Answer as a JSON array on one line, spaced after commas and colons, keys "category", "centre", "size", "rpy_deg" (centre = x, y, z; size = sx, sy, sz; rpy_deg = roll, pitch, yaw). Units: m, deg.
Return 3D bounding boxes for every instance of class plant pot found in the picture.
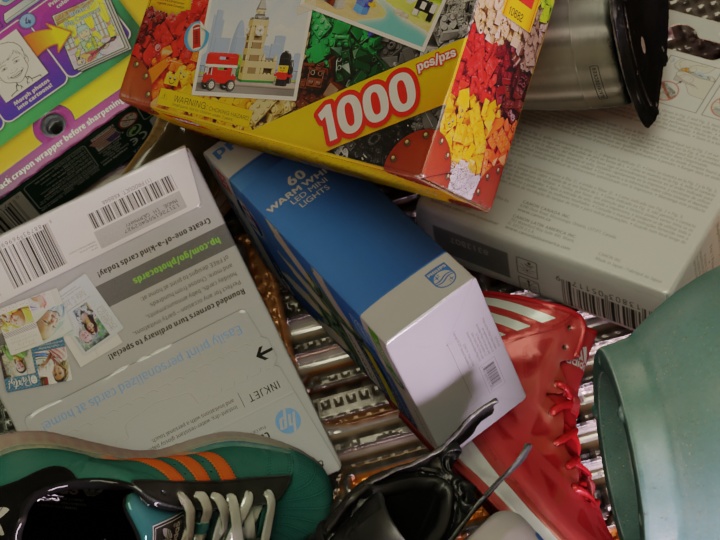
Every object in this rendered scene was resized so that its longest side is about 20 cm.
[{"category": "plant pot", "centre": [0.190, 0.086, 0.848], "size": [0.133, 0.200, 0.201], "rpy_deg": [-8, 70, 0]}]

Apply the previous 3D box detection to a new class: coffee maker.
[{"category": "coffee maker", "centre": [0.073, -0.160, 0.989], "size": [0.199, 0.135, 0.192], "rpy_deg": [-3, 29, 20]}]

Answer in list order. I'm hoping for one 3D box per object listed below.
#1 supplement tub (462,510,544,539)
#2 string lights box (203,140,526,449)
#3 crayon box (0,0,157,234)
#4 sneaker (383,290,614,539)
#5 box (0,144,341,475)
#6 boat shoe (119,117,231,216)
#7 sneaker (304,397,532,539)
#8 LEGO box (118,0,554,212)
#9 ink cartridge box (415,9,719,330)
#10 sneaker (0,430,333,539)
[{"category": "supplement tub", "centre": [0.093, 0.231, 0.837], "size": [0.132, 0.132, 0.200], "rpy_deg": [-41, 82, -7]}, {"category": "string lights box", "centre": [0.000, 0.000, 0.926], "size": [0.059, 0.103, 0.200], "rpy_deg": [-36, 45, -9]}, {"category": "crayon box", "centre": [-0.217, -0.126, 1.066], "size": [0.200, 0.058, 0.173], "rpy_deg": [-36, 68, -5]}, {"category": "sneaker", "centre": [0.108, 0.087, 0.933], "size": [0.115, 0.078, 0.200], "rpy_deg": [-42, 71, -6]}, {"category": "box", "centre": [-0.122, 0.053, 0.953], "size": [0.155, 0.041, 0.201], "rpy_deg": [-26, 96, -1]}, {"category": "boat shoe", "centre": [-0.092, -0.077, 1.022], "size": [0.074, 0.066, 0.200], "rpy_deg": [38, 75, -1]}, {"category": "sneaker", "centre": [-0.008, 0.141, 0.831], "size": [0.199, 0.104, 0.060], "rpy_deg": [-29, 74, -35]}, {"category": "LEGO box", "centre": [-0.009, -0.129, 0.877], "size": [0.199, 0.077, 0.150], "rpy_deg": [16, 88, 34]}, {"category": "ink cartridge box", "centre": [0.151, -0.067, 0.991], "size": [0.162, 0.057, 0.200], "rpy_deg": [21, 54, 27]}, {"category": "sneaker", "centre": [-0.101, 0.129, 0.886], "size": [0.199, 0.080, 0.072], "rpy_deg": [4, 110, -23]}]
